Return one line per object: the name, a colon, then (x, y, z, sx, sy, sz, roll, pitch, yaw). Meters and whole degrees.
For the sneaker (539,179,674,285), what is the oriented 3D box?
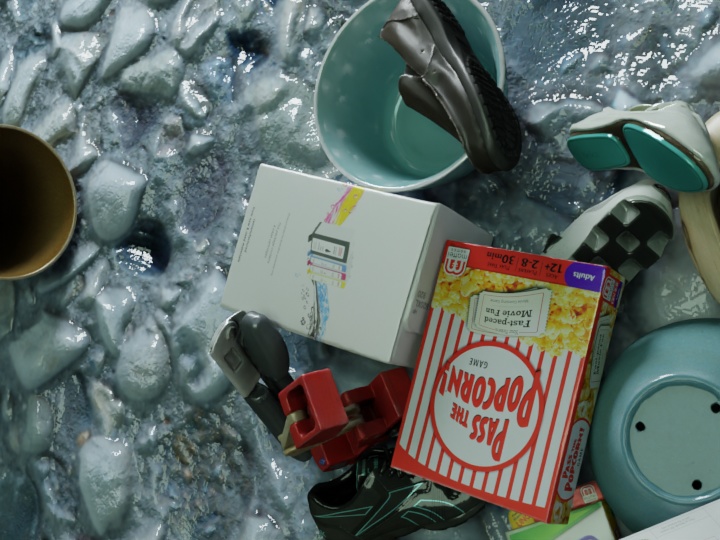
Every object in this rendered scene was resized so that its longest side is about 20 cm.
sneaker: (0.198, -0.005, 0.811, 0.074, 0.089, 0.200, 45, 123, -6)

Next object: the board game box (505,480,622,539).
board game box: (0.195, 0.291, 0.779, 0.095, 0.030, 0.202, -26, 67, 23)

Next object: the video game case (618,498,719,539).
video game case: (0.228, 0.218, 0.547, 0.198, 0.036, 0.182, -20, 27, -6)

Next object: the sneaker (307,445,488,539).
sneaker: (0.043, 0.197, 0.829, 0.198, 0.076, 0.080, -29, 111, 11)

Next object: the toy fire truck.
toy fire truck: (-0.022, 0.139, 0.818, 0.049, 0.139, 0.200, 66, 148, 20)

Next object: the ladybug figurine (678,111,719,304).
ladybug figurine: (0.331, -0.041, 0.732, 0.134, 0.072, 0.203, -17, 73, 26)

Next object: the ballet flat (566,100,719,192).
ballet flat: (0.241, -0.112, 0.755, 0.070, 0.069, 0.200, -66, 19, 4)

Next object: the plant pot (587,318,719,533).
plant pot: (0.261, 0.130, 0.706, 0.198, 0.134, 0.203, -6, 78, 29)

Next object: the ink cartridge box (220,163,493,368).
ink cartridge box: (0.000, 0.000, 0.872, 0.198, 0.147, 0.147, 16, 89, 31)

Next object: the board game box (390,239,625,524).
board game box: (0.119, 0.087, 0.754, 0.150, 0.046, 0.203, 10, 84, 37)

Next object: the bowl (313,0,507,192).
bowl: (0.064, -0.163, 0.890, 0.198, 0.105, 0.204, -5, 79, 28)

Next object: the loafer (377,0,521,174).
loafer: (0.074, -0.155, 0.788, 0.071, 0.073, 0.202, -37, 57, 24)

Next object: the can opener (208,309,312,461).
can opener: (-0.082, 0.116, 0.873, 0.066, 0.201, 0.053, 18, 58, 37)

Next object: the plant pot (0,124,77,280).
plant pot: (-0.497, -0.079, 1.169, 0.198, 0.185, 0.189, -3, 79, 43)
